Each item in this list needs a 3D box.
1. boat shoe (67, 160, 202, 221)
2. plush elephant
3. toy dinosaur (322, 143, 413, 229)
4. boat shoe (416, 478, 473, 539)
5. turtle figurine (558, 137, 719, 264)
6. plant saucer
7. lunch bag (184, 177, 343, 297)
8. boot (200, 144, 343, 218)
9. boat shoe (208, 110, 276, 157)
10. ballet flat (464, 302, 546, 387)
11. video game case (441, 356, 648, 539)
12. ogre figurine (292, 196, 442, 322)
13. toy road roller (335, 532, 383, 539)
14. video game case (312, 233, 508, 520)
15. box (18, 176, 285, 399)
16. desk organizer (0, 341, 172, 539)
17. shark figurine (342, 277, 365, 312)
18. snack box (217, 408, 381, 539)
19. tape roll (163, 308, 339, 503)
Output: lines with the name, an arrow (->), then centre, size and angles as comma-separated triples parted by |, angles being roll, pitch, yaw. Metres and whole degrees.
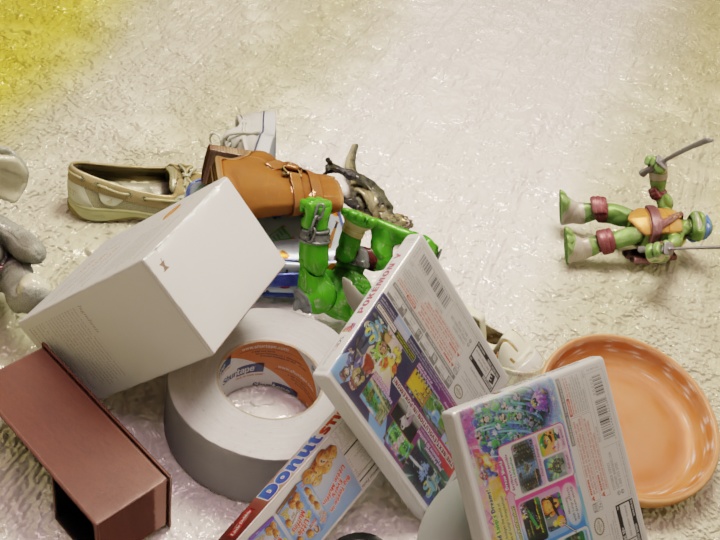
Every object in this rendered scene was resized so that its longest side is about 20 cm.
boat shoe -> -0.250, -0.102, 1.244 | 0.198, 0.064, 0.074 | 0, 41, -15
plush elephant -> -0.410, -0.045, 1.042 | 0.163, 0.156, 0.201 | -16, 36, -1
toy dinosaur -> -0.004, -0.105, 1.331 | 0.087, 0.048, 0.201 | 4, 37, -33
boat shoe -> 0.135, 0.209, 0.967 | 0.200, 0.064, 0.070 | -43, 37, -19
turtle figurine -> 0.350, -0.079, 1.296 | 0.192, 0.146, 0.200 | -5, -4, 6
plant saucer -> 0.273, 0.158, 1.076 | 0.198, 0.038, 0.202 | 7, 51, -9
lunch bag -> -0.114, -0.033, 1.193 | 0.198, 0.076, 0.161 | 0, 43, -16
boot -> -0.092, -0.079, 1.118 | 0.153, 0.074, 0.201 | 12, 28, -14
boat shoe -> -0.151, -0.156, 1.323 | 0.085, 0.075, 0.203 | 0, 31, -3
ballet flat -> 0.138, 0.082, 1.131 | 0.199, 0.063, 0.067 | 26, 41, 15
video game case -> 0.172, 0.198, 0.931 | 0.181, 0.202, 0.024 | -15, 2, -30
ogre figurine -> 0.000, 0.000, 1.114 | 0.097, 0.121, 0.200 | 23, 5, 26
toy road roller -> -0.032, 0.309, 0.776 | 0.144, 0.124, 0.201 | -10, 41, -4
video game case -> 0.055, 0.100, 0.972 | 0.023, 0.201, 0.183 | -2, 41, 43
box -> -0.198, 0.022, 0.992 | 0.107, 0.199, 0.153 | 55, 39, -17
desk organizer -> -0.258, 0.162, 0.923 | 0.077, 0.072, 0.200 | -29, 54, -36
shark figurine -> 0.040, 0.113, 1.041 | 0.089, 0.214, 0.129 | 1, 54, 51
snack box -> -0.039, 0.193, 0.912 | 0.024, 0.072, 0.200 | 2, 39, 47
tape roll -> -0.091, 0.127, 1.013 | 0.198, 0.067, 0.201 | 8, 40, -7
